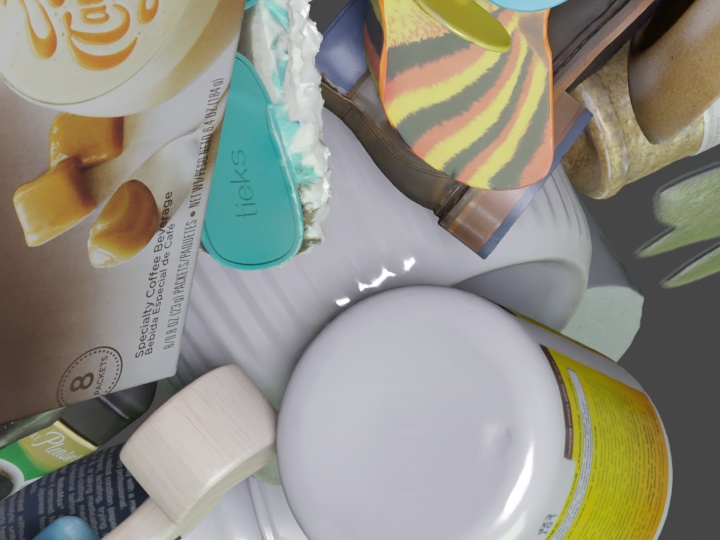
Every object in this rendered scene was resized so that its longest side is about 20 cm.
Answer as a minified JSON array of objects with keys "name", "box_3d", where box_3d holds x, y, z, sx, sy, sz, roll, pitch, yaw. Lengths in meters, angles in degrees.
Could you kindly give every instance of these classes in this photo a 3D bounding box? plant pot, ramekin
[{"name":"plant pot","box_3d":[0.154,-0.135,0.938,0.201,0.027,0.200,-56,-175,8]},{"name":"ramekin","box_3d":[0.000,0.000,1.043,0.199,0.105,0.200,-27,160,-11]}]

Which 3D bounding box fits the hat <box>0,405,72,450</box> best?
[{"name":"hat","box_3d":[-0.160,-0.010,0.834,0.200,0.081,0.201,-28,144,-23]}]

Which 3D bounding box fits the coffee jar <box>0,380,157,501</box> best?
[{"name":"coffee jar","box_3d":[-0.176,0.058,0.958,0.199,0.086,0.104,-32,154,3]}]

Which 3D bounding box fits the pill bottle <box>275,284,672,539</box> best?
[{"name":"pill bottle","box_3d":[0.053,0.073,0.979,0.109,0.110,0.200,-36,158,13]}]

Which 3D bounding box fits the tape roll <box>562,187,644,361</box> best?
[{"name":"tape roll","box_3d":[0.037,0.042,1.246,0.199,0.066,0.201,-26,159,-11]}]

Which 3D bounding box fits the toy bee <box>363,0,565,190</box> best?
[{"name":"toy bee","box_3d":[0.020,-0.125,0.819,0.108,0.202,0.131,2,-172,-10]}]

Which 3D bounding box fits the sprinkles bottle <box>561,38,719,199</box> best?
[{"name":"sprinkles bottle","box_3d":[0.172,-0.099,1.110,0.199,0.069,0.068,-25,159,-16]}]

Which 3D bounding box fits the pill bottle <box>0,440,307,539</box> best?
[{"name":"pill bottle","box_3d":[-0.097,0.137,1.141,0.199,0.120,0.120,-20,161,9]}]

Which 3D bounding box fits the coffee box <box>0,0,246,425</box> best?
[{"name":"coffee box","box_3d":[-0.099,-0.060,0.706,0.114,0.080,0.201,-13,129,-38]}]

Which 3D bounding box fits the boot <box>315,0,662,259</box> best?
[{"name":"boot","box_3d":[0.059,-0.108,0.938,0.201,0.097,0.075,-56,-178,-28]}]

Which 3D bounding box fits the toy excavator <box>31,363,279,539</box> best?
[{"name":"toy excavator","box_3d":[-0.109,0.126,0.999,0.200,0.100,0.195,-41,166,-8]}]

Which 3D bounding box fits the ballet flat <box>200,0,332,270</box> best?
[{"name":"ballet flat","box_3d":[-0.046,-0.090,0.813,0.071,0.072,0.201,-24,133,-19]}]
